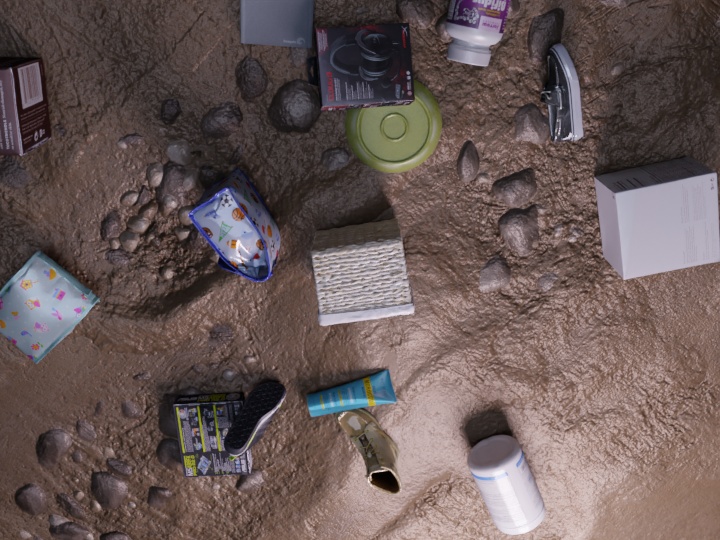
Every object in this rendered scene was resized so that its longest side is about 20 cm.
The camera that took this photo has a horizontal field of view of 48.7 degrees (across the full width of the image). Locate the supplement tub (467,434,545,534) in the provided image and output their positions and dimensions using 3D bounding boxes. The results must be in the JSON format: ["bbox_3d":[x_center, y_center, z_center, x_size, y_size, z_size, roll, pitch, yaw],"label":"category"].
[{"bbox_3d":[0.343,0.501,1.869,0.132,0.132,0.200,-21,109,7],"label":"supplement tub"}]

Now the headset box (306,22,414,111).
[{"bbox_3d":[-0.003,-0.390,1.533,0.200,0.077,0.149,-4,95,-6],"label":"headset box"}]

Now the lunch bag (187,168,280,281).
[{"bbox_3d":[-0.242,-0.082,1.617,0.124,0.170,0.200,-32,109,13],"label":"lunch bag"}]

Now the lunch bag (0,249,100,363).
[{"bbox_3d":[-0.674,0.067,1.692,0.200,0.122,0.170,-41,105,19],"label":"lunch bag"}]

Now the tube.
[{"bbox_3d":[-0.021,0.288,1.824,0.200,0.050,0.078,-15,80,3],"label":"tube"}]

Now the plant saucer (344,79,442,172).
[{"bbox_3d":[0.068,-0.294,1.620,0.200,0.031,0.200,0,110,-1],"label":"plant saucer"}]

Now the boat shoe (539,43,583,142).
[{"bbox_3d":[0.394,-0.346,1.584,0.071,0.072,0.200,-17,112,1],"label":"boat shoe"}]

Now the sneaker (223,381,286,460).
[{"bbox_3d":[-0.243,0.340,1.812,0.072,0.083,0.200,32,67,18],"label":"sneaker"}]

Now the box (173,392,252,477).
[{"bbox_3d":[-0.342,0.384,1.857,0.160,0.044,0.200,-3,110,1],"label":"box"}]

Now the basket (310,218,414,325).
[{"bbox_3d":[0.000,0.000,1.642,0.200,0.198,0.161,-9,106,3],"label":"basket"}]

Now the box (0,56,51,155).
[{"bbox_3d":[-0.723,-0.318,1.521,0.200,0.166,0.164,1,111,-1],"label":"box"}]

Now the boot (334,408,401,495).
[{"bbox_3d":[0.019,0.409,1.813,0.073,0.155,0.200,-38,106,12],"label":"boot"}]

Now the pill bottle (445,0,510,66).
[{"bbox_3d":[0.223,-0.494,1.505,0.112,0.112,0.200,9,110,-4],"label":"pill bottle"}]

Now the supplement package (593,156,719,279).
[{"bbox_3d":[0.608,-0.110,1.637,0.200,0.147,0.191,-11,110,3],"label":"supplement package"}]

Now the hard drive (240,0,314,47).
[{"bbox_3d":[-0.156,-0.524,1.500,0.139,0.033,0.200,3,127,-3],"label":"hard drive"}]
